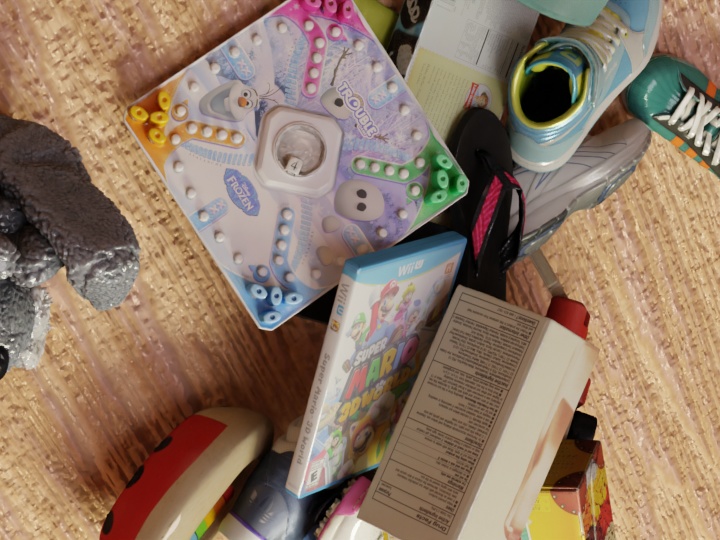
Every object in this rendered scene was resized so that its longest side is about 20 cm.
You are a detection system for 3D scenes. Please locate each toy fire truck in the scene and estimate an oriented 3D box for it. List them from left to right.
[{"bbox_3d":[0.154,0.061,1.722,0.127,0.176,0.202,18,80,1],"label":"toy fire truck"}]

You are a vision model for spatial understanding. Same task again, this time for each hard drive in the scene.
[{"bbox_3d":[0.000,0.000,1.600,0.199,0.043,0.135,16,144,-38],"label":"hard drive"}]

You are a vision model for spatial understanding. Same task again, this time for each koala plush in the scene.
[{"bbox_3d":[-0.275,0.006,1.417,0.176,0.184,0.201,-10,142,-28],"label":"koala plush"}]

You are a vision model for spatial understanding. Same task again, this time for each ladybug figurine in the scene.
[{"bbox_3d":[-0.148,0.186,1.603,0.200,0.072,0.136,-50,167,-30],"label":"ladybug figurine"}]

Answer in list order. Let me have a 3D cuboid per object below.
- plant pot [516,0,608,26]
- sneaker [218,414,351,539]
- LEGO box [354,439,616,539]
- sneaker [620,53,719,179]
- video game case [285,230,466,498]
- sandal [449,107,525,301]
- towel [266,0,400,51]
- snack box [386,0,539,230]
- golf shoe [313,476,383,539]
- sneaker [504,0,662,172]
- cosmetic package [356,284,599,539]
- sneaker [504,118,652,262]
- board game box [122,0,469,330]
[{"bbox_3d":[0.123,-0.282,1.507,0.199,0.141,0.142,30,97,-44],"label":"plant pot"},{"bbox_3d":[-0.040,0.188,1.664,0.147,0.080,0.200,-52,162,-5],"label":"sneaker"},{"bbox_3d":[0.107,0.222,1.642,0.077,0.198,0.150,-54,138,-56],"label":"LEGO box"},{"bbox_3d":[0.313,-0.127,1.747,0.199,0.080,0.072,28,99,-39],"label":"sneaker"},{"bbox_3d":[0.013,0.073,1.541,0.143,0.018,0.202,-15,127,-50],"label":"video game case"},{"bbox_3d":[0.107,-0.030,1.584,0.075,0.045,0.202,-4,95,-44],"label":"sandal"},{"bbox_3d":[0.010,-0.168,1.575,0.199,0.018,0.087,28,93,-39],"label":"towel"},{"bbox_3d":[0.063,-0.137,1.583,0.116,0.037,0.202,17,95,-41],"label":"snack box"},{"bbox_3d":[0.002,0.249,1.609,0.075,0.091,0.201,-48,159,-42],"label":"golf shoe"},{"bbox_3d":[0.186,-0.179,1.594,0.201,0.079,0.131,-59,169,-7],"label":"sneaker"},{"bbox_3d":[0.093,0.127,1.531,0.087,0.103,0.201,30,84,-50],"label":"cosmetic package"},{"bbox_3d":[0.172,-0.088,1.680,0.199,0.087,0.075,-32,166,-33],"label":"sneaker"},{"bbox_3d":[-0.045,-0.091,1.491,0.199,0.026,0.201,-34,94,-10],"label":"board game box"}]
